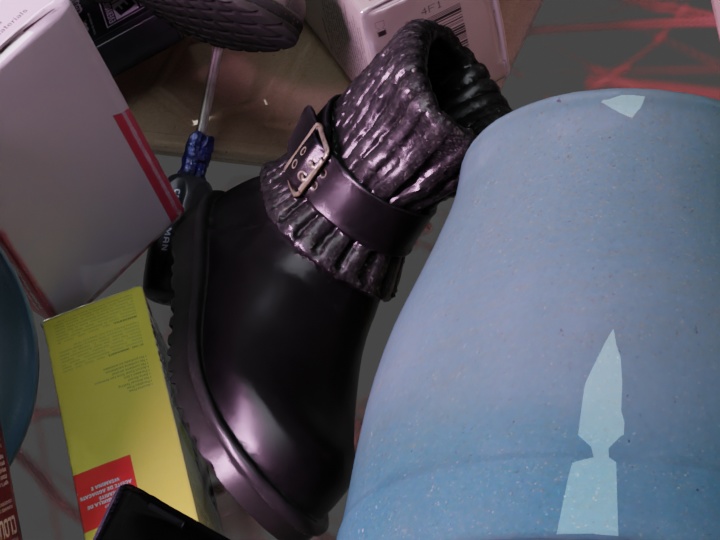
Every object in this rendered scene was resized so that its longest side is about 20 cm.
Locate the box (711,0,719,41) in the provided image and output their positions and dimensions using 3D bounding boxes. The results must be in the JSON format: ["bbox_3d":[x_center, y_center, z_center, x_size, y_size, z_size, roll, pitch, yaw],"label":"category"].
[{"bbox_3d":[0.202,-0.163,1.081,0.108,0.200,0.128,-12,45,6],"label":"box"}]

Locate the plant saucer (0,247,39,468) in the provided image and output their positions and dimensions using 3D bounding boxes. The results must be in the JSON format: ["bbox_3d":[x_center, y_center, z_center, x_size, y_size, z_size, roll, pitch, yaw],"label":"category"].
[{"bbox_3d":[-0.236,0.036,1.052,0.199,0.201,0.027,-20,25,-1],"label":"plant saucer"}]

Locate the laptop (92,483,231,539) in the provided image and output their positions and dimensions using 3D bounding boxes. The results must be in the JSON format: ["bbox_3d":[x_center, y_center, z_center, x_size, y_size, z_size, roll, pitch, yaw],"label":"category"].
[{"bbox_3d":[-0.049,0.207,0.874,0.187,0.116,0.200,30,26,-5],"label":"laptop"}]

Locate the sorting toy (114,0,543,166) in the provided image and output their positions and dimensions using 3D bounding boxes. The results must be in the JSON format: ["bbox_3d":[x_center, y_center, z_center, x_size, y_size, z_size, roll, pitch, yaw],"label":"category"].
[{"bbox_3d":[-0.019,-0.115,1.232,0.199,0.037,0.186,11,52,21],"label":"sorting toy"}]

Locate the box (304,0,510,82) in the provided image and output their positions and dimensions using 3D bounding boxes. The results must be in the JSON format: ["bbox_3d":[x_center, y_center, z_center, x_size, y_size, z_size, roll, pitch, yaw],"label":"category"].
[{"bbox_3d":[-0.007,-0.162,1.192,0.068,0.082,0.200,-26,49,-10],"label":"box"}]

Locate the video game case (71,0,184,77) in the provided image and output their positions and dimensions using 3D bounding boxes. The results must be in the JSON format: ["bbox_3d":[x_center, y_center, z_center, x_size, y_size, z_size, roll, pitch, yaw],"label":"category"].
[{"bbox_3d":[-0.190,-0.132,1.275,0.180,0.026,0.200,-28,39,4],"label":"video game case"}]

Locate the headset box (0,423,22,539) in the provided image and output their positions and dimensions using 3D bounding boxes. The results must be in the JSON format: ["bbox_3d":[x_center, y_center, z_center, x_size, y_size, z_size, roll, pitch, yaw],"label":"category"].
[{"bbox_3d":[-0.219,0.054,0.956,0.148,0.075,0.201,-11,90,8],"label":"headset box"}]

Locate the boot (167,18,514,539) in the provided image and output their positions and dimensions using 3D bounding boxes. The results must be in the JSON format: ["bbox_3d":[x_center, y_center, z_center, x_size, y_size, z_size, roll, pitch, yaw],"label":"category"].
[{"bbox_3d":[-0.002,-0.002,1.041,0.158,0.079,0.212,-35,40,21],"label":"boot"}]

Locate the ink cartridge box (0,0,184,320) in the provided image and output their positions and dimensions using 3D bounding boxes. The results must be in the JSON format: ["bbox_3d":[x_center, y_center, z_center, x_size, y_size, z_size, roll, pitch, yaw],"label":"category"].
[{"bbox_3d":[-0.191,-0.082,1.102,0.085,0.146,0.200,-44,50,-17],"label":"ink cartridge box"}]

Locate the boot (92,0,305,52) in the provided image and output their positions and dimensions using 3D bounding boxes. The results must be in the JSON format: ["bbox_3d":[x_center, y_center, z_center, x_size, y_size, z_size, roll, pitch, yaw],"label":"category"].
[{"bbox_3d":[-0.081,-0.183,1.159,0.200,0.068,0.131,23,82,42],"label":"boot"}]

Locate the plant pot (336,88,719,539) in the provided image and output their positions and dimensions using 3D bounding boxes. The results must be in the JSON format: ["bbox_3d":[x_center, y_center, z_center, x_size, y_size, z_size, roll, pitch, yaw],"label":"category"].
[{"bbox_3d":[0.092,0.049,0.867,0.199,0.200,0.189,-2,62,16],"label":"plant pot"}]

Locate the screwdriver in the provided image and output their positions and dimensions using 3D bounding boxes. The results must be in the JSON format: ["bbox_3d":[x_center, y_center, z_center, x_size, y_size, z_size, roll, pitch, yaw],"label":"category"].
[{"bbox_3d":[-0.070,-0.079,1.168,0.029,0.028,0.201,-5,67,50],"label":"screwdriver"}]

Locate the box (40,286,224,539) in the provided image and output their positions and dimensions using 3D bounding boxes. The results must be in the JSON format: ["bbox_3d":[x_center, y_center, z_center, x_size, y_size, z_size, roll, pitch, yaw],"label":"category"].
[{"bbox_3d":[-0.085,0.103,1.015,0.050,0.075,0.200,-18,46,1],"label":"box"}]
